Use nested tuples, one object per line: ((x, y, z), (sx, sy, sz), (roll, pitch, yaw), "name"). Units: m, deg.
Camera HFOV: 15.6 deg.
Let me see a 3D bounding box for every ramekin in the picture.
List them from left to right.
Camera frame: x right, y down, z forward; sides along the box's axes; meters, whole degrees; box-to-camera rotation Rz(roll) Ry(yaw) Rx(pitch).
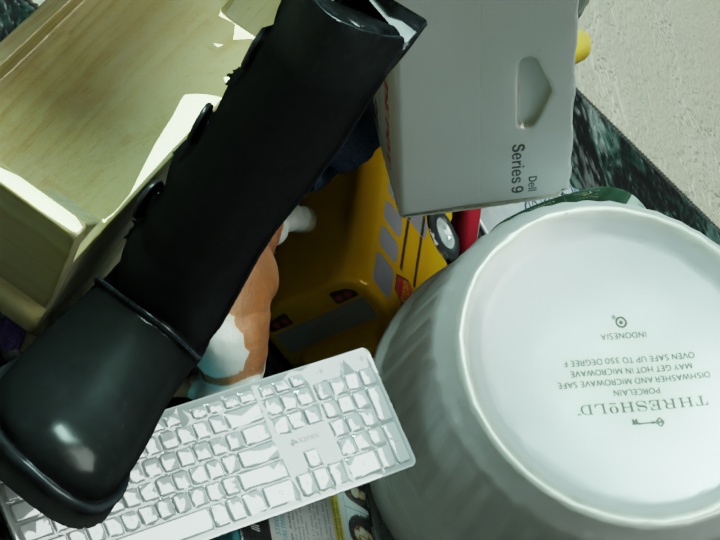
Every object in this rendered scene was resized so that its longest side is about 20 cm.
((0.106, 0.060, 1.180), (0.202, 0.094, 0.202), (7, 61, -12), "ramekin")

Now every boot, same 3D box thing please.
((-0.055, -0.014, 0.966), (0.066, 0.200, 0.165), (37, 16, -8), "boot")

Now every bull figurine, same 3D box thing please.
((-0.078, -0.022, 1.161), (0.200, 0.065, 0.121), (60, 24, -19), "bull figurine")

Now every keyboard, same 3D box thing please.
((-0.061, 0.080, 1.071), (0.200, 0.011, 0.056), (-16, 72, -40), "keyboard")

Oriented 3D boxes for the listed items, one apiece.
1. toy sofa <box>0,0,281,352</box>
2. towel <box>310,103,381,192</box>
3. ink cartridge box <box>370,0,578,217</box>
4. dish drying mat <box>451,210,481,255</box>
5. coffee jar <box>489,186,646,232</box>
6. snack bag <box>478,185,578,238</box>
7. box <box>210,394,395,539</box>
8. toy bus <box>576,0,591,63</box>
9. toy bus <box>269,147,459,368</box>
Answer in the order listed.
((-0.105, -0.065, 1.056), (0.083, 0.098, 0.200), (36, 51, 4), "toy sofa")
((-0.065, -0.127, 1.255), (0.200, 0.049, 0.112), (49, 25, -3), "towel")
((0.039, -0.146, 1.214), (0.145, 0.087, 0.200), (87, -9, -48), "ink cartridge box")
((0.060, -0.063, 1.393), (0.200, 0.018, 0.077), (96, 6, -52), "dish drying mat")
((0.108, 0.012, 1.377), (0.200, 0.104, 0.085), (-43, 113, -79), "coffee jar")
((0.120, -0.013, 1.605), (0.200, 0.021, 0.189), (62, 24, -9), "snack bag")
((-0.022, 0.124, 1.169), (0.200, 0.049, 0.082), (30, 43, -54), "box")
((0.013, -0.166, 1.408), (0.192, 0.136, 0.200), (-37, 106, -51), "toy bus")
((0.000, 0.000, 1.300), (0.078, 0.065, 0.200), (52, 28, -31), "toy bus")
